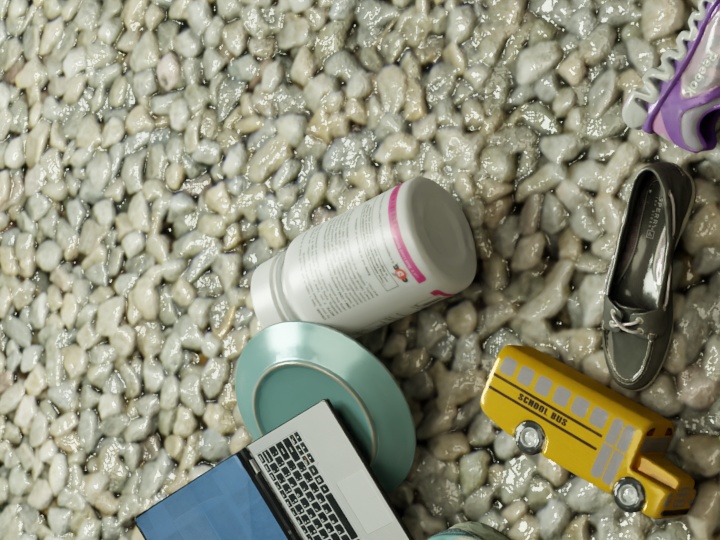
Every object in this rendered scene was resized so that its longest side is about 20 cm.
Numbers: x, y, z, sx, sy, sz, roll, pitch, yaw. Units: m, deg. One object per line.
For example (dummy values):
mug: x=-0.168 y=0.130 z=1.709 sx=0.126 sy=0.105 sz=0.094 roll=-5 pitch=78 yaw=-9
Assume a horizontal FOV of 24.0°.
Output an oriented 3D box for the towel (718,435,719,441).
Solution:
towel: x=0.389 y=0.125 z=1.373 sx=0.200 sy=0.018 sz=0.086 roll=-37 pitch=68 yaw=27

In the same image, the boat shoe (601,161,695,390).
boat shoe: x=0.239 y=0.004 z=1.464 sx=0.067 sy=0.057 sz=0.201 roll=13 pitch=94 yaw=35

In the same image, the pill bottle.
pill bottle: x=0.000 y=0.000 z=1.598 sx=0.199 sy=0.113 sz=0.114 roll=-25 pitch=72 yaw=31

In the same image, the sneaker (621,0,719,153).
sneaker: x=0.310 y=-0.181 z=1.423 sx=0.088 sy=0.080 sz=0.201 roll=43 pitch=115 yaw=22

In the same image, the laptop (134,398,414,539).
laptop: x=-0.075 y=0.256 z=1.592 sx=0.200 sy=0.116 sz=0.188 roll=-33 pitch=88 yaw=40

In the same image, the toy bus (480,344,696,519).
toy bus: x=0.201 y=0.142 z=1.476 sx=0.199 sy=0.065 sz=0.079 roll=28 pitch=101 yaw=34

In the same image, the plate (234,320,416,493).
plate: x=-0.040 y=0.141 z=1.611 sx=0.199 sy=0.026 sz=0.201 roll=15 pitch=123 yaw=24

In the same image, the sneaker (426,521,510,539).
sneaker: x=0.136 y=0.284 z=1.496 sx=0.199 sy=0.086 sz=0.078 roll=15 pitch=96 yaw=35
